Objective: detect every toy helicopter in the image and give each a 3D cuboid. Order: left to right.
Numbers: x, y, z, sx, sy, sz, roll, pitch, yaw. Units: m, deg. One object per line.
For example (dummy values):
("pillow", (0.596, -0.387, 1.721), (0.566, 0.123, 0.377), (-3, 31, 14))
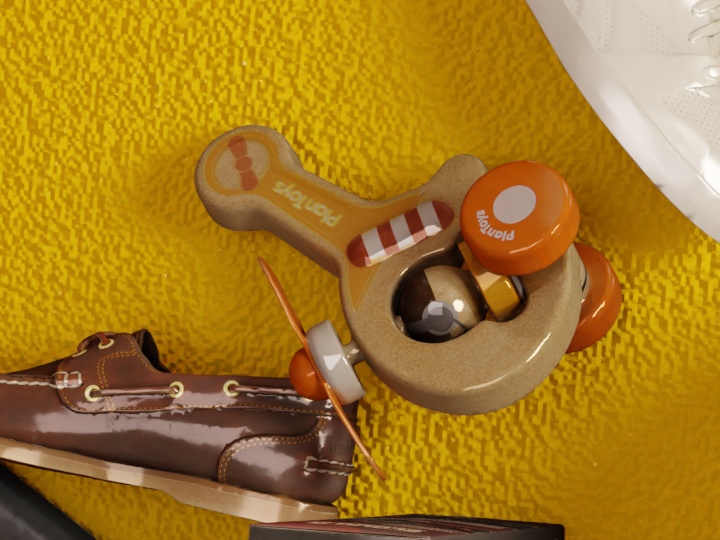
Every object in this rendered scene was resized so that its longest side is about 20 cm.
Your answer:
("toy helicopter", (0.000, 0.000, 1.108), (0.200, 0.079, 0.132), (30, 74, 36))

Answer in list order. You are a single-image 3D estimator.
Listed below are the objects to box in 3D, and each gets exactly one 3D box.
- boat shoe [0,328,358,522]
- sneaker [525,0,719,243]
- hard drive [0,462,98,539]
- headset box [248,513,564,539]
("boat shoe", (-0.096, 0.060, 1.149), (0.200, 0.070, 0.070), (10, 91, 13))
("sneaker", (0.133, -0.117, 1.073), (0.116, 0.074, 0.200), (-36, 74, 18))
("hard drive", (-0.170, 0.166, 1.186), (0.200, 0.033, 0.140), (36, 99, 18))
("headset box", (0.014, 0.170, 1.029), (0.075, 0.200, 0.149), (2, 88, 20))
